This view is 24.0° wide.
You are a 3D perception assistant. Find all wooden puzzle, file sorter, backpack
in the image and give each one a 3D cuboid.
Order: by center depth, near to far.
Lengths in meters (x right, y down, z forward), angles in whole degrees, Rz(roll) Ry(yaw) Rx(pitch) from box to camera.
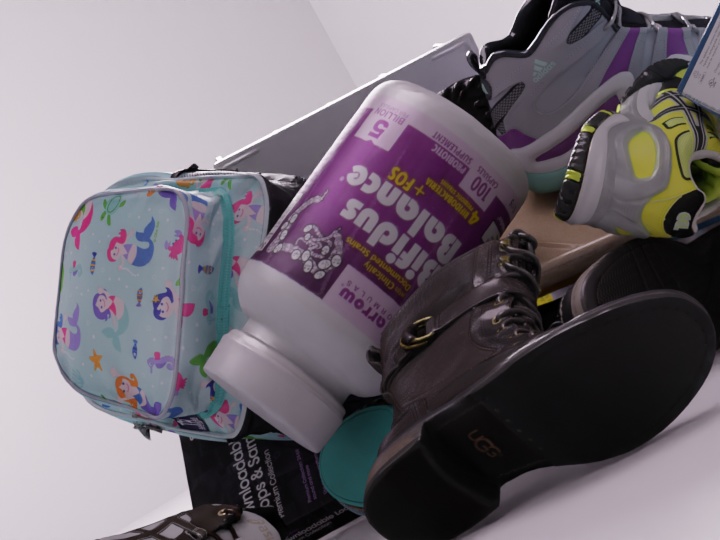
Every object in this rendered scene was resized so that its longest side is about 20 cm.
[{"bbox_3d":[0.146,-0.042,1.049,0.184,0.037,0.200,-23,20,9],"label":"wooden puzzle"},{"bbox_3d":[-0.112,0.020,1.091,0.150,0.179,0.199,5,1,-38],"label":"backpack"},{"bbox_3d":[0.009,-0.063,1.222,0.199,0.139,0.125,-28,10,-5],"label":"file sorter"}]

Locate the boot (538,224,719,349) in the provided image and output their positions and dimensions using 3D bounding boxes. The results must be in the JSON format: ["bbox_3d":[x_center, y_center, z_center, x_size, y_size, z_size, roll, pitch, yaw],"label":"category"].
[{"bbox_3d":[0.134,0.035,0.961,0.150,0.074,0.200,-29,-5,38],"label":"boot"}]

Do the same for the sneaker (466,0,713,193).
[{"bbox_3d":[0.159,-0.151,1.037,0.199,0.140,0.078,-30,22,-7],"label":"sneaker"}]

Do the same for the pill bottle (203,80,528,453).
[{"bbox_3d":[0.000,0.000,0.973,0.201,0.112,0.112,-55,3,-9],"label":"pill bottle"}]

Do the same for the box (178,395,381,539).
[{"bbox_3d":[-0.026,0.102,1.109,0.199,0.143,0.036,-31,-45,14],"label":"box"}]

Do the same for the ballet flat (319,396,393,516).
[{"bbox_3d":[0.049,0.097,0.960,0.074,0.075,0.200,-28,0,-34],"label":"ballet flat"}]

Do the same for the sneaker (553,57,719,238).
[{"bbox_3d":[0.170,-0.060,0.937,0.200,0.076,0.076,-43,-28,-55],"label":"sneaker"}]

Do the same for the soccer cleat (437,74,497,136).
[{"bbox_3d":[0.112,-0.104,1.132,0.199,0.068,0.073,-29,-18,-17],"label":"soccer cleat"}]

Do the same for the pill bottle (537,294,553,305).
[{"bbox_3d":[0.101,0.045,1.331,0.199,0.112,0.111,-30,-2,-8],"label":"pill bottle"}]

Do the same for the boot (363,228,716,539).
[{"bbox_3d":[0.073,0.030,0.812,0.199,0.069,0.174,-32,23,23],"label":"boot"}]

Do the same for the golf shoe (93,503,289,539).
[{"bbox_3d":[-0.093,0.161,0.920,0.094,0.078,0.200,-29,-1,8],"label":"golf shoe"}]

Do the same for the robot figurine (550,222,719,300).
[{"bbox_3d":[0.203,-0.021,1.157,0.169,0.114,0.200,19,-32,-32],"label":"robot figurine"}]

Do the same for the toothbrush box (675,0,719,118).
[{"bbox_3d":[0.290,-0.133,0.941,0.199,0.085,0.147,5,-65,-44],"label":"toothbrush box"}]
